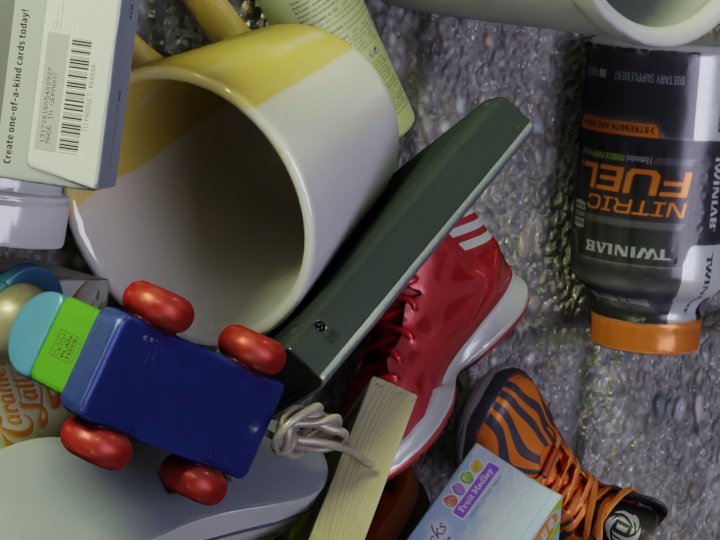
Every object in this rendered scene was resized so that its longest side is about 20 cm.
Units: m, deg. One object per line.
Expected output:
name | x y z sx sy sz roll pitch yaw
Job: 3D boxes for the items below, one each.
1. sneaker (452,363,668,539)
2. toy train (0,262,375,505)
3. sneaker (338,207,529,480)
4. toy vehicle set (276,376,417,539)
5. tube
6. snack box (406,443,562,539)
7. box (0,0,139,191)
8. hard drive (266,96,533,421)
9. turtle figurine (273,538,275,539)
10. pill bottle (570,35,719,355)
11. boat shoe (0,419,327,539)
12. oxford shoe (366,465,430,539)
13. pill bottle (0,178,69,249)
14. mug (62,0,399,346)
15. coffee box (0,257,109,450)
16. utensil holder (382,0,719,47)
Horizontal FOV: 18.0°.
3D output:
sneaker | 0.131 0.130 1.402 0.078 0.112 0.200 -57 150 -15
toy train | -0.092 0.057 1.107 0.200 0.116 0.085 28 86 -50
sneaker | 0.014 0.031 1.346 0.200 0.078 0.116 -52 122 -38
toy vehicle set | -0.028 0.153 1.229 0.026 0.200 0.125 25 59 -4
tube | -0.030 -0.159 1.272 0.058 0.052 0.200 -79 146 -57
snack box | 0.048 0.221 1.352 0.169 0.068 0.200 -51 161 -24
box | -0.200 -0.127 1.023 0.041 0.199 0.157 -31 129 -82
hard drive | 0.000 0.000 1.212 0.033 0.140 0.200 43 60 -6
turtle figurine | -0.107 0.181 1.237 0.100 0.150 0.201 16 62 -3
pill bottle | 0.191 -0.048 1.461 0.106 0.106 0.201 -5 102 -43
boat shoe | -0.111 0.124 1.125 0.199 0.074 0.065 -2 140 -28
oxford shoe | -0.013 0.206 1.350 0.200 0.071 0.073 -56 136 -20
pill bottle | -0.172 -0.116 1.097 0.113 0.113 0.201 5 96 -44
mug | -0.056 -0.076 1.192 0.153 0.149 0.187 -40 130 -53
coffee box | -0.200 0.097 1.139 0.114 0.080 0.201 1 98 -44
utensil holder | 0.102 -0.218 1.272 0.170 0.200 0.171 -10 106 -40
